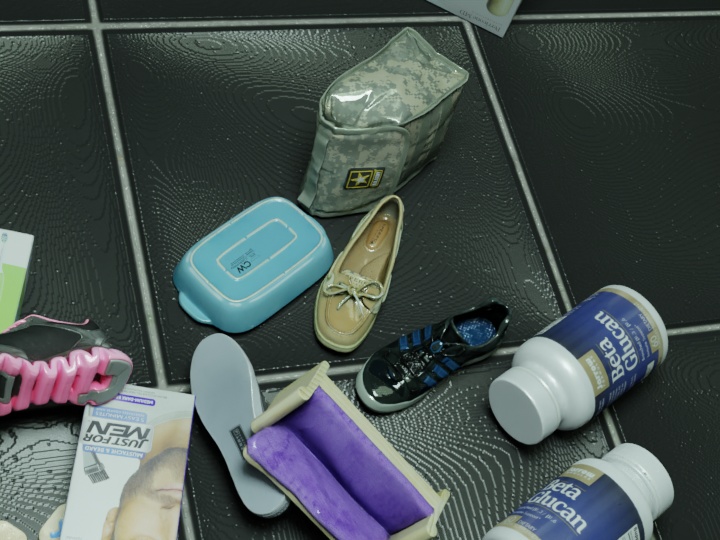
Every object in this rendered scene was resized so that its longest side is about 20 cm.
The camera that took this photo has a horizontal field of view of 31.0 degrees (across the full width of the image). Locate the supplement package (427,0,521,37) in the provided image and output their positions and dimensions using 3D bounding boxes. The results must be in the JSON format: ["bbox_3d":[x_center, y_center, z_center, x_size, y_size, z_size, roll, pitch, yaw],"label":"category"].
[{"bbox_3d":[0.178,-0.452,1.718,0.151,0.200,0.151,26,56,1],"label":"supplement package"}]

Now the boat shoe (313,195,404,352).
[{"bbox_3d":[0.000,0.000,1.464,0.073,0.063,0.201,21,55,-3],"label":"boat shoe"}]

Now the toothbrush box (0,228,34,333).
[{"bbox_3d":[-0.418,0.052,1.294,0.145,0.086,0.201,11,57,-12],"label":"toothbrush box"}]

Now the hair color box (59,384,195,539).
[{"bbox_3d":[-0.227,0.210,1.256,0.109,0.065,0.201,10,53,-10],"label":"hair color box"}]

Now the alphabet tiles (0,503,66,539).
[{"bbox_3d":[-0.285,0.321,1.207,0.199,0.015,0.196,31,53,4],"label":"alphabet tiles"}]

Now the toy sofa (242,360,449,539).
[{"bbox_3d":[-0.013,0.198,1.276,0.200,0.083,0.098,48,37,-8],"label":"toy sofa"}]

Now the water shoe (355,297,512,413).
[{"bbox_3d":[0.080,0.084,1.425,0.199,0.079,0.072,-28,70,-29],"label":"water shoe"}]

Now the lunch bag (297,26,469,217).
[{"bbox_3d":[0.015,-0.158,1.507,0.117,0.164,0.200,41,57,15],"label":"lunch bag"}]

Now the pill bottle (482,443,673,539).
[{"bbox_3d":[0.227,0.263,1.327,0.200,0.111,0.111,-31,71,-30],"label":"pill bottle"}]

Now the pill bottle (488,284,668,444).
[{"bbox_3d":[0.239,0.108,1.438,0.200,0.111,0.111,-32,72,-30],"label":"pill bottle"}]

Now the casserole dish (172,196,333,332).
[{"bbox_3d":[-0.117,-0.014,1.448,0.121,0.039,0.200,42,58,19],"label":"casserole dish"}]

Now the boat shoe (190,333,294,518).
[{"bbox_3d":[-0.114,0.161,1.331,0.070,0.066,0.201,-30,68,5],"label":"boat shoe"}]

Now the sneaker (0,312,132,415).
[{"bbox_3d":[-0.321,0.081,1.233,0.199,0.079,0.096,3,41,-40],"label":"sneaker"}]
